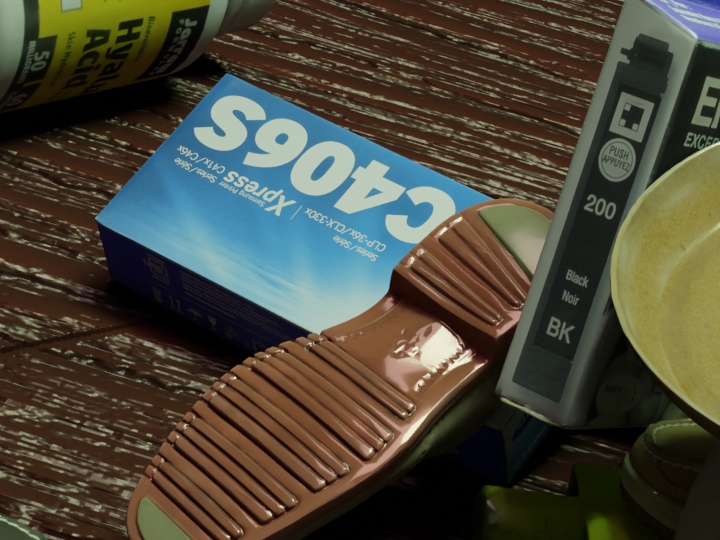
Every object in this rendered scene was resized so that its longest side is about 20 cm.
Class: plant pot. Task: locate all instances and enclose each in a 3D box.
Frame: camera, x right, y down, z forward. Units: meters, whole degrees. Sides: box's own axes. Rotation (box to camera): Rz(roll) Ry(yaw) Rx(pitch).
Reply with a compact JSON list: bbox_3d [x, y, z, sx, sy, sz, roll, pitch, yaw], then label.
[{"bbox_3d":[0.180,0.014,0.890,0.200,0.028,0.200,0,37,0],"label":"plant pot"}]

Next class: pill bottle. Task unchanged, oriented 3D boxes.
[{"bbox_3d":[-0.132,-0.139,1.287,0.111,0.111,0.200,32,32,32],"label":"pill bottle"}]

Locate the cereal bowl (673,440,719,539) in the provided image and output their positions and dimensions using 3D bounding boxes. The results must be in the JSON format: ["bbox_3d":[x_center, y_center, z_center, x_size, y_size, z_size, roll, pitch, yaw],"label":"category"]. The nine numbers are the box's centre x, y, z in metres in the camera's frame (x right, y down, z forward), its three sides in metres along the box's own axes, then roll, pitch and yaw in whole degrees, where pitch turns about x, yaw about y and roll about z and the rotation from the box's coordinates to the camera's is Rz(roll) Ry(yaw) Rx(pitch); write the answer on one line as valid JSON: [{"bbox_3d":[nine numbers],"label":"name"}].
[{"bbox_3d":[0.205,0.103,0.891,0.200,0.083,0.200,3,67,-7],"label":"cereal bowl"}]

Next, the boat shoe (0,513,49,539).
[{"bbox_3d":[-0.076,0.125,0.851,0.072,0.066,0.201,-7,33,-35],"label":"boat shoe"}]

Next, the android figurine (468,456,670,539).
[{"bbox_3d":[0.139,0.123,0.985,0.200,0.041,0.182,9,27,-9],"label":"android figurine"}]

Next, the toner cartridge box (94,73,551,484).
[{"bbox_3d":[0.000,0.000,1.112,0.200,0.043,0.095,26,61,23],"label":"toner cartridge box"}]

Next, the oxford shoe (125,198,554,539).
[{"bbox_3d":[0.003,0.058,0.996,0.200,0.074,0.071,-34,57,-19],"label":"oxford shoe"}]

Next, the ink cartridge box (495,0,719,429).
[{"bbox_3d":[0.141,-0.039,1.023,0.043,0.200,0.198,22,10,32],"label":"ink cartridge box"}]

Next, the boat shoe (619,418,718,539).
[{"bbox_3d":[0.195,0.068,0.987,0.200,0.076,0.072,6,28,-9],"label":"boat shoe"}]
